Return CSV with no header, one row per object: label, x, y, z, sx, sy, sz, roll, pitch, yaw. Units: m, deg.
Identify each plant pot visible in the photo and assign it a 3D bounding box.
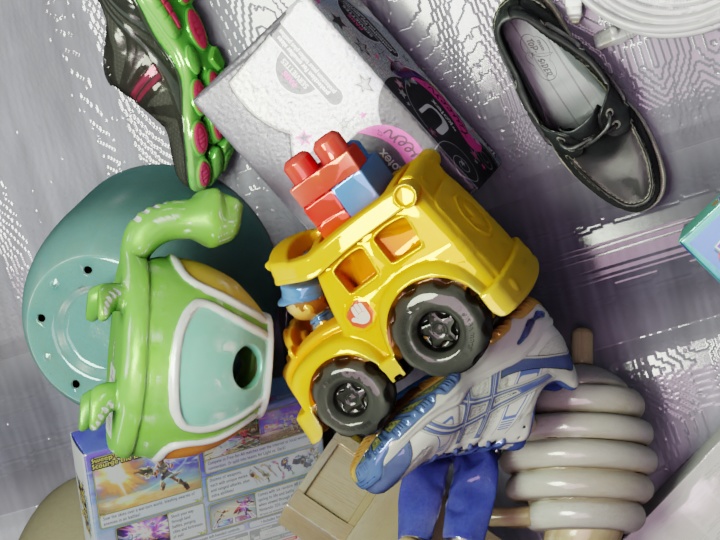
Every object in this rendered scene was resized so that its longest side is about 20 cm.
plant pot,-0.182,0.028,1.478,0.199,0.161,0.202,3,105,13

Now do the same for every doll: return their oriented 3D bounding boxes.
doll,0.069,0.128,1.408,0.136,0.201,0.049,3,150,20

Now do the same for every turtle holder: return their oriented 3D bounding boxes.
turtle holder,-0.134,0.047,1.333,0.131,0.141,0.187,4,64,-12

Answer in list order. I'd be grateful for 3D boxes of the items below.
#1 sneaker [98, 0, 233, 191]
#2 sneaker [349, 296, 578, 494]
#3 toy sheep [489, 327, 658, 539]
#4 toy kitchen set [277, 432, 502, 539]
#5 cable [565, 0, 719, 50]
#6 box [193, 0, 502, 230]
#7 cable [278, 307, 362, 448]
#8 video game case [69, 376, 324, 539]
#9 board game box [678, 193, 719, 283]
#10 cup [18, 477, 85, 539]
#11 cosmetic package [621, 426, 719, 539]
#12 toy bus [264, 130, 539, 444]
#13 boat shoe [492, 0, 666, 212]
sneaker,-0.160,-0.161,1.477,0.083,0.077,0.201,-14,98,35
sneaker,0.083,0.109,1.337,0.200,0.075,0.088,-40,99,-19
toy sheep,0.169,0.145,1.439,0.137,0.138,0.201,-2,81,15
toy kitchen set,0.007,0.275,1.455,0.199,0.163,0.181,34,150,5
cable,0.230,-0.272,1.339,0.199,0.069,0.201,-11,102,17
box,-0.007,-0.109,1.420,0.132,0.115,0.200,-41,92,21
cable,-0.042,0.109,1.540,0.097,0.050,0.201,-10,90,34
video game case,-0.123,0.191,1.462,0.199,0.045,0.182,-14,117,-21
board game box,0.367,-0.007,1.388,0.200,0.045,0.152,45,111,-1
cup,-0.229,0.292,1.571,0.199,0.143,0.202,4,105,14
cosmetic package,0.301,0.172,1.450,0.082,0.051,0.200,42,111,3
toy bus,0.000,0.000,1.321,0.200,0.136,0.192,-37,99,22
boat shoe,0.165,-0.125,1.396,0.074,0.066,0.200,-28,97,19
